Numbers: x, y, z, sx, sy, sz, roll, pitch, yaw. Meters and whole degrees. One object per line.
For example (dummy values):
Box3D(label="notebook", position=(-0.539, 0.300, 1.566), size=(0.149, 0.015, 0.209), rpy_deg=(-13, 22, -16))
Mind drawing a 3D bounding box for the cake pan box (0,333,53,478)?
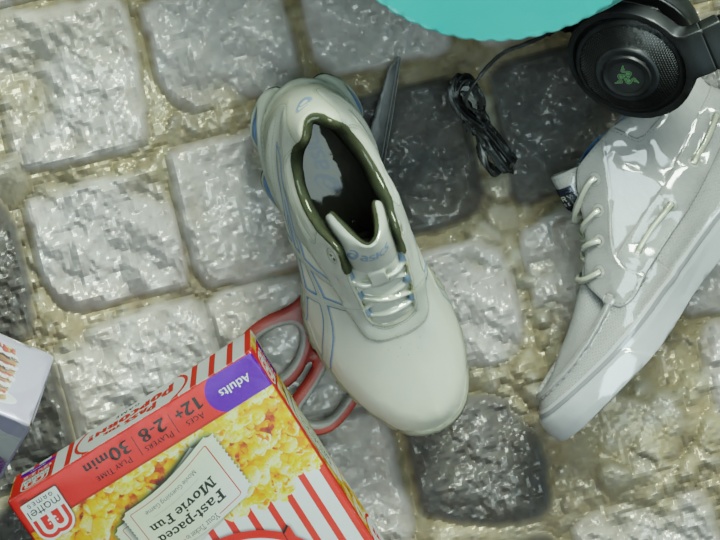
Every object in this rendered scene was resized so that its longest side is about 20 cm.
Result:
Box3D(label="cake pan box", position=(-0.270, 0.067, 1.144), size=(0.199, 0.053, 0.184), rpy_deg=(26, 134, -12))

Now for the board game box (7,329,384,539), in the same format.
Box3D(label="board game box", position=(-0.068, 0.157, 1.235), size=(0.151, 0.046, 0.201), rpy_deg=(-32, 103, 4))

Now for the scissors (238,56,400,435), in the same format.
Box3D(label="scissors", position=(0.000, -0.010, 1.239), size=(0.073, 0.014, 0.201), rpy_deg=(27, 94, -9))

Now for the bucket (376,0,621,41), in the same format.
Box3D(label="bucket", position=(0.064, -0.217, 1.116), size=(0.205, 0.135, 0.208), rpy_deg=(-1, 123, -1))

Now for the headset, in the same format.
Box3D(label="headset", position=(0.140, -0.117, 1.192), size=(0.199, 0.124, 0.094), rpy_deg=(-21, 122, 11))

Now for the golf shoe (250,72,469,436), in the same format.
Box3D(label="golf shoe", position=(0.000, 0.000, 1.185), size=(0.078, 0.097, 0.201), rpy_deg=(-26, 101, -2))

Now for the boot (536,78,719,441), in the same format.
Box3D(label="boot", position=(0.133, -0.015, 1.231), size=(0.095, 0.074, 0.200), rpy_deg=(38, 85, -6))
